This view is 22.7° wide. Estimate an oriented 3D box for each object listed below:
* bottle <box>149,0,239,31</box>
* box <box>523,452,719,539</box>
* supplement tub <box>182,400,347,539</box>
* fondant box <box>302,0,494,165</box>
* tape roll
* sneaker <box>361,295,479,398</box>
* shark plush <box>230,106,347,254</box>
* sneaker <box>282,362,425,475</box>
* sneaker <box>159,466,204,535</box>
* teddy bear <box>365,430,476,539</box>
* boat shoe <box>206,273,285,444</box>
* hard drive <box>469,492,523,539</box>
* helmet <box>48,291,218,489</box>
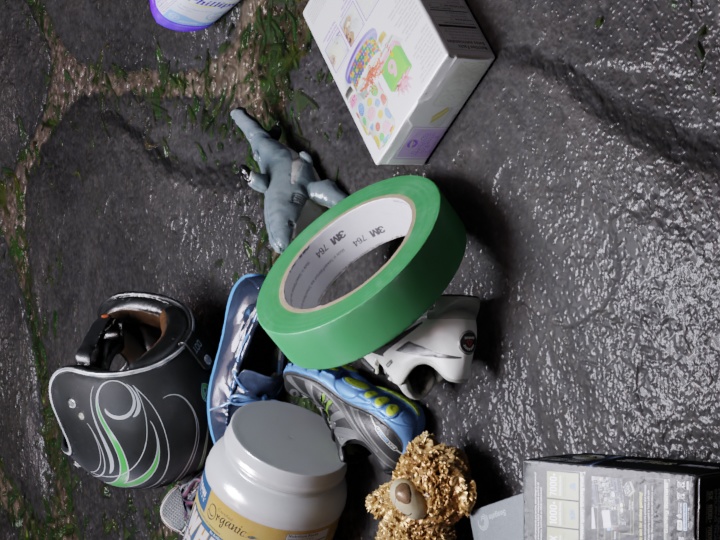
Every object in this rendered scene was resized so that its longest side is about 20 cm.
[{"bbox_3d":[-0.149,-0.318,1.897,0.199,0.083,0.066,-27,68,52],"label":"bottle"},{"bbox_3d":[0.209,0.244,1.348,0.163,0.086,0.203,-1,88,44],"label":"box"},{"bbox_3d":[-0.096,0.246,1.772,0.145,0.143,0.202,47,127,45],"label":"supplement tub"},{"bbox_3d":[0.031,-0.219,1.656,0.145,0.058,0.201,-55,47,40],"label":"fondant box"},{"bbox_3d":[0.000,0.000,1.602,0.199,0.048,0.201,-31,27,17],"label":"tape roll"},{"bbox_3d":[0.031,0.072,1.633,0.199,0.073,0.090,-6,83,57],"label":"sneaker"},{"bbox_3d":[-0.082,-0.097,1.801,0.091,0.083,0.202,-47,54,46],"label":"shark plush"},{"bbox_3d":[-0.016,0.139,1.718,0.199,0.070,0.084,26,106,50],"label":"sneaker"},{"bbox_3d":[-0.167,0.247,1.940,0.199,0.074,0.082,-24,71,54],"label":"sneaker"},{"bbox_3d":[0.043,0.243,1.613,0.201,0.066,0.146,117,152,-50],"label":"teddy bear"},{"bbox_3d":[-0.115,0.107,1.856,0.068,0.083,0.203,11,101,51],"label":"boat shoe"},{"bbox_3d":[0.159,0.285,1.497,0.139,0.033,0.202,-30,66,52],"label":"hard drive"},{"bbox_3d":[-0.234,0.141,1.935,0.200,0.199,0.192,39,148,48],"label":"helmet"}]
